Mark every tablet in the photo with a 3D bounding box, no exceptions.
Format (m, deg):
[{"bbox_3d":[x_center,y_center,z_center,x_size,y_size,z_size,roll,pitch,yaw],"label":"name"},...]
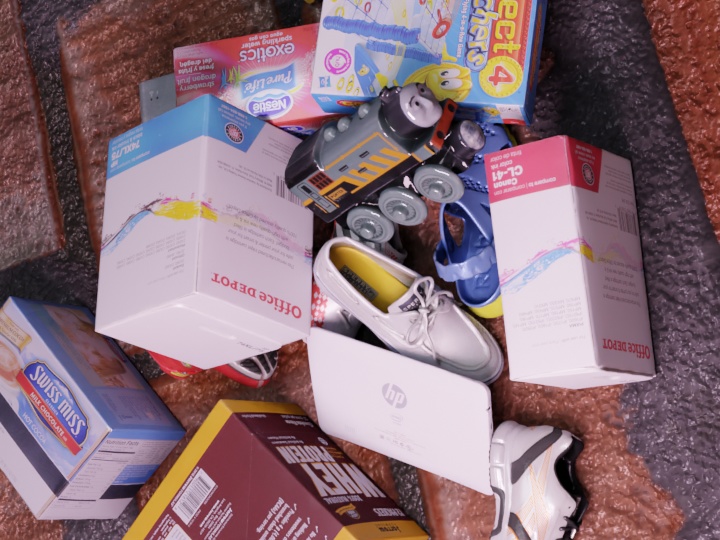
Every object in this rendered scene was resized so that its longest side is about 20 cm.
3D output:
[{"bbox_3d":[0.037,0.130,1.485,0.200,0.014,0.130,17,130,31],"label":"tablet"}]

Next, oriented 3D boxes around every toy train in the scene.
[{"bbox_3d":[0.021,-0.098,1.425,0.200,0.114,0.085,-30,31,49],"label":"toy train"}]

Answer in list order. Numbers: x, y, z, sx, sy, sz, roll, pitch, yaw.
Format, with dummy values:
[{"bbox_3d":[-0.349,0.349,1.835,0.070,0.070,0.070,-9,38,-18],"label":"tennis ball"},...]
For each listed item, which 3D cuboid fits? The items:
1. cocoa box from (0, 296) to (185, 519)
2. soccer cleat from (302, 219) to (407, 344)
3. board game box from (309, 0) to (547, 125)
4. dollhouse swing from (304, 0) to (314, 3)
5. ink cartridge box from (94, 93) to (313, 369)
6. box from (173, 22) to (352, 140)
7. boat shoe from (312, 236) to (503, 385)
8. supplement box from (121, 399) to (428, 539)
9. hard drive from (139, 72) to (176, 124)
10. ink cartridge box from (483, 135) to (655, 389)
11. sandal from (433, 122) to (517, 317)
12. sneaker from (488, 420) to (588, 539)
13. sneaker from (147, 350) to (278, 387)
[{"bbox_3d":[-0.307,0.142,1.658,0.131,0.133,0.200,-50,64,15],"label":"cocoa box"},{"bbox_3d":[0.000,0.000,1.535,0.085,0.069,0.200,12,86,35],"label":"soccer cleat"},{"bbox_3d":[0.067,-0.239,1.445,0.196,0.056,0.200,5,79,15],"label":"board game box"},{"bbox_3d":[-0.028,-0.404,1.617,0.200,0.176,0.182,36,144,28],"label":"dollhouse swing"},{"bbox_3d":[-0.143,-0.031,1.500,0.146,0.147,0.200,-19,60,38],"label":"ink cartridge box"},{"bbox_3d":[-0.072,-0.176,1.557,0.200,0.100,0.096,-7,80,17],"label":"box"},{"bbox_3d":[0.048,0.032,1.453,0.202,0.086,0.075,38,74,5],"label":"boat shoe"},{"bbox_3d":[-0.086,0.261,1.514,0.200,0.133,0.197,42,105,27],"label":"supplement box"},{"bbox_3d":[-0.161,-0.111,1.661,0.140,0.033,0.200,-11,79,29],"label":"hard drive"},{"bbox_3d":[0.183,-0.003,1.379,0.086,0.148,0.200,-10,78,30],"label":"ink cartridge box"},{"bbox_3d":[0.104,-0.060,1.469,0.079,0.087,0.200,-13,76,31],"label":"sandal"},{"bbox_3d":[0.158,0.232,1.409,0.080,0.074,0.200,-4,83,27],"label":"sneaker"},{"bbox_3d":[-0.165,0.077,1.632,0.200,0.077,0.085,27,118,31],"label":"sneaker"}]
